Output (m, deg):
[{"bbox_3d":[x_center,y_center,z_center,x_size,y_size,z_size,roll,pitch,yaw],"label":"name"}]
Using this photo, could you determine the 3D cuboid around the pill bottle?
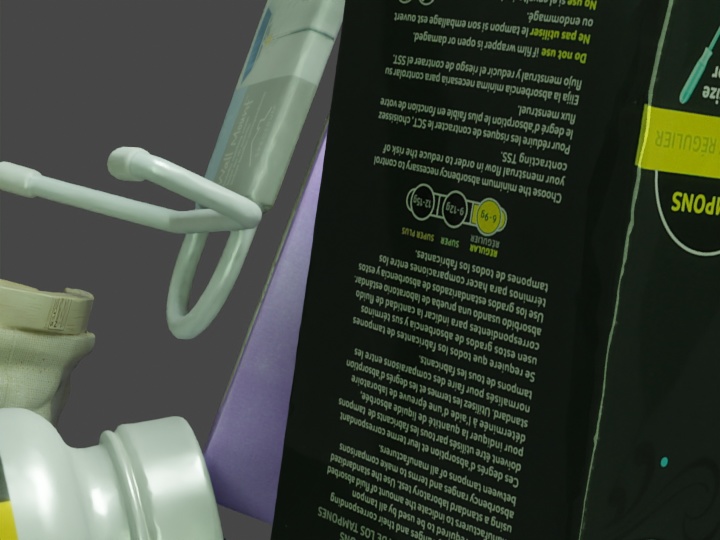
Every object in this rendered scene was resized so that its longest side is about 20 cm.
[{"bbox_3d":[-0.149,0.108,0.628,0.199,0.111,0.112,-10,92,-17],"label":"pill bottle"}]

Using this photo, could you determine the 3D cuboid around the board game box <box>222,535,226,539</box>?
[{"bbox_3d":[-0.047,0.224,0.740,0.200,0.151,0.037,52,131,-2],"label":"board game box"}]

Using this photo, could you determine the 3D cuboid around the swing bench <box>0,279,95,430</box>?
[{"bbox_3d":[-0.223,0.085,0.729,0.199,0.130,0.200,13,90,-3],"label":"swing bench"}]

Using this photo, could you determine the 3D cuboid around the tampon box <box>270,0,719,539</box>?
[{"bbox_3d":[0.078,0.007,0.555,0.149,0.126,0.201,2,99,-41],"label":"tampon box"}]

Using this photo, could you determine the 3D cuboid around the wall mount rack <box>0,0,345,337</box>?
[{"bbox_3d":[-0.068,-0.081,0.709,0.074,0.174,0.201,23,81,-22],"label":"wall mount rack"}]

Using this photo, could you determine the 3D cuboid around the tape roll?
[{"bbox_3d":[0.000,0.000,0.701,0.065,0.200,0.201,20,91,-4],"label":"tape roll"}]
